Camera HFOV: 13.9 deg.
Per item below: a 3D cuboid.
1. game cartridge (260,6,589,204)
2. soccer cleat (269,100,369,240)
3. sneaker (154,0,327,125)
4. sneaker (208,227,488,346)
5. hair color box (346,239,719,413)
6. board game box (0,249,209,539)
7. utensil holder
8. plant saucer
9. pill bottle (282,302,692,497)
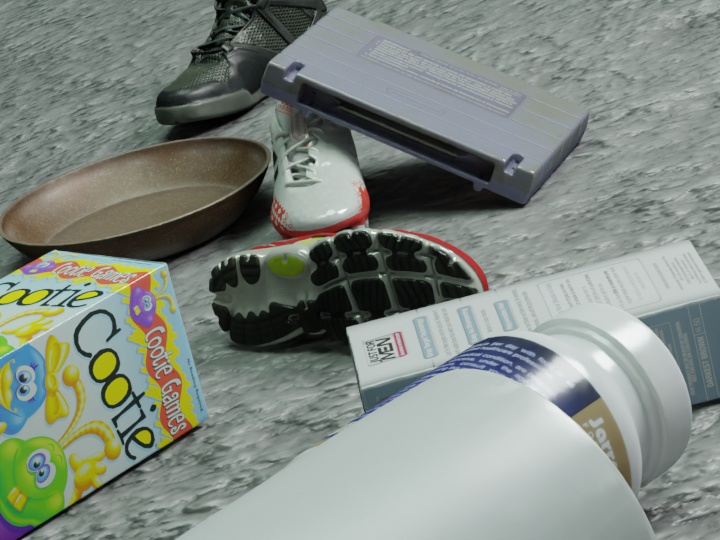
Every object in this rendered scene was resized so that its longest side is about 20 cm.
[{"bbox_3d":[0.046,-0.114,2.013,0.200,0.038,0.130,24,26,13],"label":"game cartridge"},{"bbox_3d":[-0.033,-0.076,2.010,0.069,0.085,0.200,-13,19,3],"label":"soccer cleat"},{"bbox_3d":[-0.101,-0.189,2.343,0.076,0.114,0.199,2,27,45],"label":"sneaker"},{"bbox_3d":[0.000,0.000,1.793,0.200,0.077,0.085,1,19,38],"label":"sneaker"},{"bbox_3d":[0.098,0.048,1.601,0.200,0.061,0.099,-14,18,0],"label":"hair color box"},{"bbox_3d":[-0.200,0.077,1.671,0.103,0.105,0.200,6,28,44],"label":"board game box"},{"bbox_3d":[0.004,0.155,1.184,0.200,0.170,0.170,-31,25,-32],"label":"utensil holder"},{"bbox_3d":[-0.156,-0.042,2.083,0.200,0.037,0.200,-12,19,4],"label":"plant saucer"},{"bbox_3d":[0.061,0.097,1.402,0.116,0.116,0.200,6,28,45],"label":"pill bottle"}]
